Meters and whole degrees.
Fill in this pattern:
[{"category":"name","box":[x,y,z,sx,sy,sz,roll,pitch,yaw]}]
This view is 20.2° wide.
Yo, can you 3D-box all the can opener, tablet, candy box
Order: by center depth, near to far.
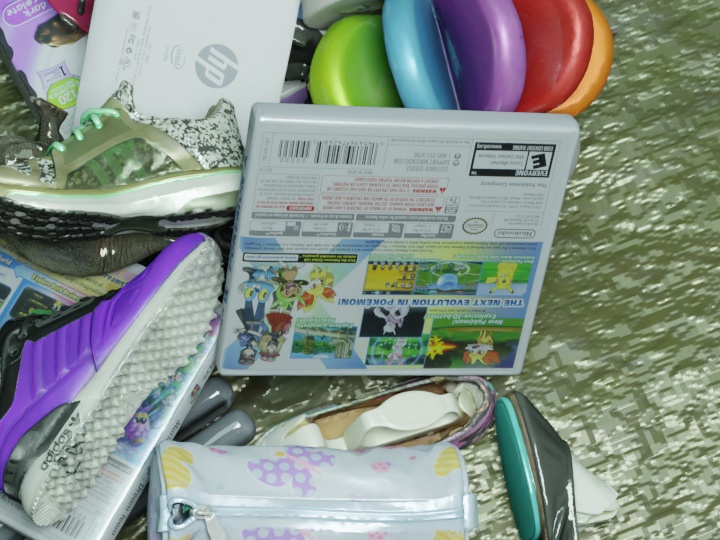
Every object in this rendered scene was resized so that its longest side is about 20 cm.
[{"category":"can opener","box":[-0.161,0.135,1.281,0.199,0.067,0.054,-34,72,-4]},{"category":"tablet","box":[-0.111,-0.135,1.283,0.129,0.014,0.202,13,103,2]},{"category":"candy box","box":[-0.153,-0.152,1.386,0.167,0.072,0.201,-29,71,-10]}]

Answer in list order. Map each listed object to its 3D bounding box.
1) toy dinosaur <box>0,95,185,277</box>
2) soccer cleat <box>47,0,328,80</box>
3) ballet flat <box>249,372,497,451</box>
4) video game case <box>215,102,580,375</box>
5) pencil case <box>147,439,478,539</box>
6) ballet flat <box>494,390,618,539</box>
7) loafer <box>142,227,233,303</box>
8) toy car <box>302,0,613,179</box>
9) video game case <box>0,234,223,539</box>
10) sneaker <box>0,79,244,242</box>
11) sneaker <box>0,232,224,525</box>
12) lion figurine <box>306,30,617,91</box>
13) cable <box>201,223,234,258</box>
[{"category":"toy dinosaur","box":[-0.190,-0.043,1.264,0.199,0.077,0.103,32,90,-18]},{"category":"soccer cleat","box":[-0.107,-0.182,1.331,0.198,0.070,0.087,14,53,3]},{"category":"ballet flat","box":[-0.005,0.109,1.287,0.198,0.071,0.070,-21,71,-7]},{"category":"video game case","box":[0.020,-0.015,1.222,0.198,0.184,0.022,1,33,-16]},{"category":"pencil case","box":[-0.032,0.143,1.211,0.198,0.091,0.084,2,70,-14]},{"category":"ballet flat","box":[0.129,0.174,1.268,0.068,0.068,0.202,-4,79,-11]},{"category":"loafer","box":[-0.144,0.026,1.318,0.071,0.073,0.200,37,74,12]},{"category":"toy car","box":[0.069,-0.130,1.252,0.199,0.150,0.177,-10,84,-31]},{"category":"video game case","box":[-0.203,0.065,1.268,0.199,0.024,0.183,24,73,19]},{"category":"sneaker","box":[-0.154,-0.067,1.208,0.198,0.077,0.089,-2,77,-25]},{"category":"sneaker","box":[-0.168,0.045,1.219,0.099,0.070,0.201,31,74,23]},{"category":"lion figurine","box":[0.069,-0.144,1.385,0.200,0.073,0.123,-38,74,-19]},{"category":"cable","box":[0.000,0.000,1.279,0.198,0.097,0.051,18,57,-19]}]
